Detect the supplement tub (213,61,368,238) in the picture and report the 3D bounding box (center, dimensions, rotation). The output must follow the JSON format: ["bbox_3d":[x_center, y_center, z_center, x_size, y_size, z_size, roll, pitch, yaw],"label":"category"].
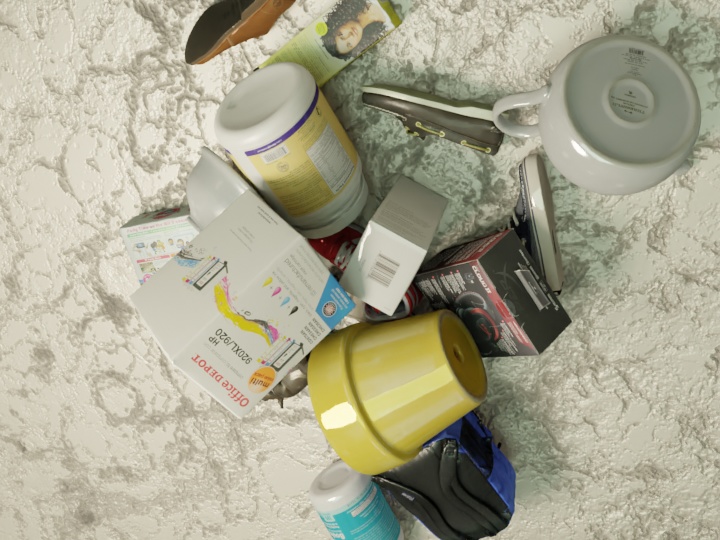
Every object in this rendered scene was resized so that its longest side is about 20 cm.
[{"bbox_3d":[-0.085,-0.153,0.993,0.144,0.147,0.201,-15,137,21],"label":"supplement tub"}]

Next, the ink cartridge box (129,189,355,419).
[{"bbox_3d":[-0.141,0.040,0.909,0.200,0.144,0.148,-44,134,-7],"label":"ink cartridge box"}]

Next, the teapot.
[{"bbox_3d":[0.293,-0.172,0.910,0.196,0.146,0.201,-32,81,-12],"label":"teapot"}]

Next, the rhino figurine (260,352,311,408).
[{"bbox_3d":[-0.120,0.171,1.196,0.086,0.060,0.200,9,144,-31],"label":"rhino figurine"}]

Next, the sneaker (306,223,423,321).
[{"bbox_3d":[0.000,0.000,1.084,0.198,0.113,0.072,28,119,3],"label":"sneaker"}]

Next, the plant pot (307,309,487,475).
[{"bbox_3d":[0.060,0.147,1.012,0.187,0.201,0.202,-28,103,24],"label":"plant pot"}]

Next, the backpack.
[{"bbox_3d":[0.146,0.298,1.139,0.162,0.168,0.201,-30,107,33],"label":"backpack"}]

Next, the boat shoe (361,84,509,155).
[{"bbox_3d":[0.093,-0.201,0.994,0.198,0.072,0.061,14,112,7],"label":"boat shoe"}]

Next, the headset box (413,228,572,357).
[{"bbox_3d":[0.176,0.036,1.006,0.149,0.075,0.200,55,157,-7],"label":"headset box"}]

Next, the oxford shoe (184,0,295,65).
[{"bbox_3d":[-0.166,-0.329,1.021,0.198,0.071,0.072,-21,66,37],"label":"oxford shoe"}]

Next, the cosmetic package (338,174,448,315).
[{"bbox_3d":[0.049,-0.039,1.004,0.084,0.200,0.108,28,116,1],"label":"cosmetic package"}]

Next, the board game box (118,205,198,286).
[{"bbox_3d":[-0.276,0.004,1.195,0.145,0.064,0.202,-8,112,18],"label":"board game box"}]

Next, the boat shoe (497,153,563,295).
[{"bbox_3d":[0.215,-0.054,1.020,0.092,0.075,0.203,-5,112,24],"label":"boat shoe"}]

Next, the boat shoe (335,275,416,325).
[{"bbox_3d":[0.025,0.061,1.144,0.198,0.057,0.067,28,111,-2],"label":"boat shoe"}]

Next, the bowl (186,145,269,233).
[{"bbox_3d":[-0.178,-0.069,1.049,0.090,0.201,0.201,-45,96,-7],"label":"bowl"}]

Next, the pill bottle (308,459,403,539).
[{"bbox_3d":[0.003,0.426,1.268,0.110,0.111,0.202,-22,104,23],"label":"pill bottle"}]

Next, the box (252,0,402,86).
[{"bbox_3d":[-0.046,-0.297,1.005,0.199,0.050,0.076,-32,101,26],"label":"box"}]
